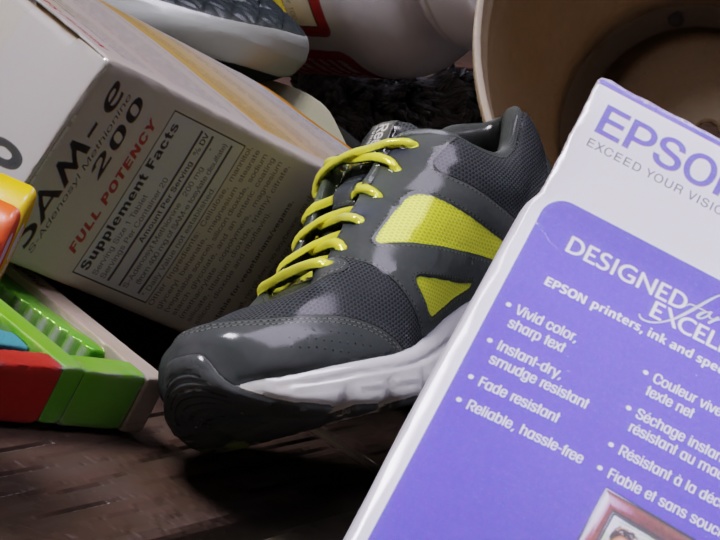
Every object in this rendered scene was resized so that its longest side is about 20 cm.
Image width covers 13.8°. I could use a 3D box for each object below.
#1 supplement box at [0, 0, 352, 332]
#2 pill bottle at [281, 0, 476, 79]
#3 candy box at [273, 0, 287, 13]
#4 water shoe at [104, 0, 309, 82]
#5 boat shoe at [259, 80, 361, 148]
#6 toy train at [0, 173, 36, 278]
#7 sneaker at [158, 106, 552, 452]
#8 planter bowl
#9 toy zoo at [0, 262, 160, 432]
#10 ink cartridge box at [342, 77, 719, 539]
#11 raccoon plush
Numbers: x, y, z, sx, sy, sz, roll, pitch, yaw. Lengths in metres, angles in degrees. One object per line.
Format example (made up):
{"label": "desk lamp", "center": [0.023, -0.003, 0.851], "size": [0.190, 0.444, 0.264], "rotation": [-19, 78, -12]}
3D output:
{"label": "supplement box", "center": [-0.073, -0.036, 0.988], "size": [0.126, 0.074, 0.200], "rotation": [38, 8, 40]}
{"label": "pill bottle", "center": [-0.013, -0.136, 1.227], "size": [0.200, 0.112, 0.112], "rotation": [7, -3, 38]}
{"label": "candy box", "center": [-0.105, -0.151, 1.125], "size": [0.200, 0.102, 0.026], "rotation": [66, -8, -29]}
{"label": "water shoe", "center": [-0.111, -0.080, 1.087], "size": [0.200, 0.079, 0.072], "rotation": [4, 31, -41]}
{"label": "boat shoe", "center": [-0.006, -0.012, 1.112], "size": [0.201, 0.074, 0.063], "rotation": [29, -15, 33]}
{"label": "toy train", "center": [-0.175, -0.035, 0.785], "size": [0.150, 0.056, 0.200], "rotation": [14, 15, -41]}
{"label": "sneaker", "center": [0.000, 0.000, 0.928], "size": [0.074, 0.085, 0.200], "rotation": [-17, 1, 36]}
{"label": "planter bowl", "center": [0.137, -0.063, 1.103], "size": [0.200, 0.200, 0.135], "rotation": [29, -12, 5]}
{"label": "toy zoo", "center": [-0.161, -0.001, 0.836], "size": [0.131, 0.020, 0.200], "rotation": [36, 15, 32]}
{"label": "ink cartridge box", "center": [0.106, 0.073, 0.777], "size": [0.198, 0.200, 0.043], "rotation": [28, -31, 3]}
{"label": "raccoon plush", "center": [0.052, -0.079, 1.251], "size": [0.134, 0.200, 0.097], "rotation": [25, 39, -16]}
